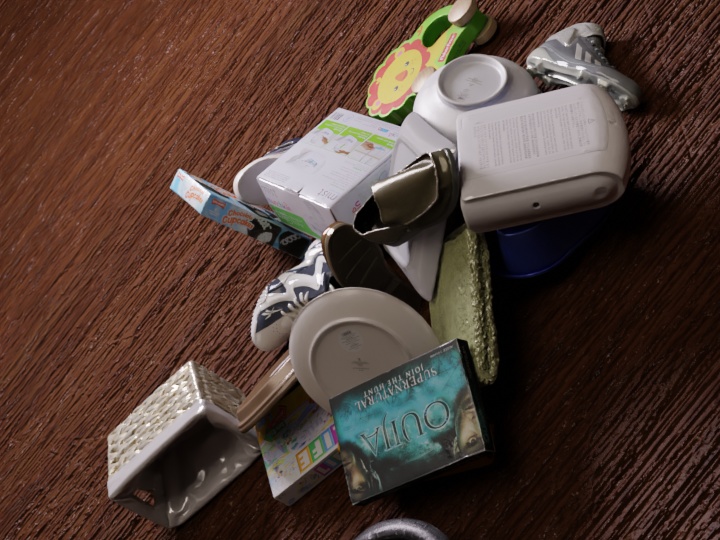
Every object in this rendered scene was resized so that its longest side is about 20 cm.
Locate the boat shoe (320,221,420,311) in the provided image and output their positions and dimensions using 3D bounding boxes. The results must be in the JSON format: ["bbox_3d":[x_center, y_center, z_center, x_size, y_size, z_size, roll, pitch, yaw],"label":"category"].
[{"bbox_3d":[0.000,0.000,1.544,0.072,0.200,0.068,-46,42,-6],"label":"boat shoe"}]

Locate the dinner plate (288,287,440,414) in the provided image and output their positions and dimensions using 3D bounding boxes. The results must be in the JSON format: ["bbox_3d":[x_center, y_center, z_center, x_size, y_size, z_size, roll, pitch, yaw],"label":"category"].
[{"bbox_3d":[0.004,0.113,1.447,0.199,0.201,0.024,-29,15,27],"label":"dinner plate"}]

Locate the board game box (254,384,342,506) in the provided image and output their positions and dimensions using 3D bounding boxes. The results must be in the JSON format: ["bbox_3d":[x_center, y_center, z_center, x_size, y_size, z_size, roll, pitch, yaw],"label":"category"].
[{"bbox_3d":[-0.049,0.201,1.580,0.200,0.034,0.135,-41,42,16],"label":"board game box"}]

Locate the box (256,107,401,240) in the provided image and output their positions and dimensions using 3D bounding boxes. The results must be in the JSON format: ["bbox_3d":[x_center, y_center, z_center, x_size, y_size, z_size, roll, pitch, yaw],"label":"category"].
[{"bbox_3d":[-0.021,-0.133,1.700,0.176,0.097,0.199,-43,37,-18],"label":"box"}]

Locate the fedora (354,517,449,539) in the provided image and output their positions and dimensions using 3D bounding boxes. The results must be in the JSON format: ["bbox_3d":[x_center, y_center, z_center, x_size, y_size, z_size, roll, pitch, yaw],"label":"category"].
[{"bbox_3d":[0.053,0.374,1.312,0.199,0.091,0.202,-25,48,30],"label":"fedora"}]

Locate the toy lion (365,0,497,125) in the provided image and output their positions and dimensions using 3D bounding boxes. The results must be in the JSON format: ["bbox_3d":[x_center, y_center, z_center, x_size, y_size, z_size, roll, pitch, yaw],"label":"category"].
[{"bbox_3d":[0.093,-0.311,1.792,0.191,0.068,0.201,11,71,56],"label":"toy lion"}]

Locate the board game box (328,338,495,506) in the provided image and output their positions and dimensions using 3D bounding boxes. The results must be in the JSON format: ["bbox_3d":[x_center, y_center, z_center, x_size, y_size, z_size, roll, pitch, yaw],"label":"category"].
[{"bbox_3d":[0.057,0.180,1.382,0.199,0.028,0.137,-29,63,31],"label":"board game box"}]

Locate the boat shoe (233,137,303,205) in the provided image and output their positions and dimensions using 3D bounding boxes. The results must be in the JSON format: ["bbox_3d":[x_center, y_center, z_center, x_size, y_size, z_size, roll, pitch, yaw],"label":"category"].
[{"bbox_3d":[-0.127,-0.155,1.829,0.199,0.075,0.092,-23,19,-32],"label":"boat shoe"}]

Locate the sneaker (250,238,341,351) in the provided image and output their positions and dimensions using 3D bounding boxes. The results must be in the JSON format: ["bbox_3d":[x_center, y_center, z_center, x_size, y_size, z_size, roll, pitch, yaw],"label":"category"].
[{"bbox_3d":[-0.068,0.049,1.671,0.199,0.080,0.130,-44,31,-3],"label":"sneaker"}]

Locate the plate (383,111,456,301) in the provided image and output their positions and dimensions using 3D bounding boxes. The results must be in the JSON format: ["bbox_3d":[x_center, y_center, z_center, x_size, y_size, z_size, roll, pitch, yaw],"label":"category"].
[{"bbox_3d":[0.066,-0.087,1.520,0.200,0.032,0.202,-125,41,-65],"label":"plate"}]

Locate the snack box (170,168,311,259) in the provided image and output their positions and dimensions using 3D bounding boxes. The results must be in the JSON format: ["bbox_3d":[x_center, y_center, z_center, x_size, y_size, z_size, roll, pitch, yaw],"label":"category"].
[{"bbox_3d":[-0.180,-0.084,1.782,0.116,0.199,0.037,36,99,50],"label":"snack box"}]

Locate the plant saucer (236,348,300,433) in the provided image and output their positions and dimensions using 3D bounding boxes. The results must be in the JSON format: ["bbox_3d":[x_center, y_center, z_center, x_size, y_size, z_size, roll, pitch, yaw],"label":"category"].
[{"bbox_3d":[-0.101,0.136,1.595,0.200,0.029,0.200,-47,3,3],"label":"plant saucer"}]

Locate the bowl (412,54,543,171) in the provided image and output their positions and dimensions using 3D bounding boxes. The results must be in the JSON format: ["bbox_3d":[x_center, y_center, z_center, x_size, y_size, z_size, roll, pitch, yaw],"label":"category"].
[{"bbox_3d":[0.154,-0.223,1.577,0.199,0.091,0.203,-7,50,9],"label":"bowl"}]

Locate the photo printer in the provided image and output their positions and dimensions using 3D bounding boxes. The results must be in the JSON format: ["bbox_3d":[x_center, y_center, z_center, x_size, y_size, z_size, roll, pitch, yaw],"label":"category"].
[{"bbox_3d":[0.214,-0.135,1.380,0.198,0.070,0.168,-13,46,13],"label":"photo printer"}]

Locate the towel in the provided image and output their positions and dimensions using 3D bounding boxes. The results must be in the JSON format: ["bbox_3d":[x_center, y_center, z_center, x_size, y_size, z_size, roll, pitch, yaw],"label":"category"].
[{"bbox_3d":[0.124,0.048,1.430,0.148,0.036,0.202,139,129,-68],"label":"towel"}]

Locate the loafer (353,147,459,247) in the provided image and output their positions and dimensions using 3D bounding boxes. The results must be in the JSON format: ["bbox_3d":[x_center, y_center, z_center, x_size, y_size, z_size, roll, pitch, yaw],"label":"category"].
[{"bbox_3d":[0.052,-0.080,1.405,0.200,0.069,0.076,-45,53,54],"label":"loafer"}]

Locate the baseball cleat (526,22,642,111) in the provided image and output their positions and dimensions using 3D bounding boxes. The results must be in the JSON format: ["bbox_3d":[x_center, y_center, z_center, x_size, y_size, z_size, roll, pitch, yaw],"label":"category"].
[{"bbox_3d":[0.305,-0.275,1.544,0.107,0.070,0.199,-48,45,-10],"label":"baseball cleat"}]

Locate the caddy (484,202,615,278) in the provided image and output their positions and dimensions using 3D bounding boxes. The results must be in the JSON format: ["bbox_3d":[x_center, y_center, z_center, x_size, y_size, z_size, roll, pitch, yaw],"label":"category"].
[{"bbox_3d":[0.220,-0.079,1.456,0.200,0.105,0.141,-40,46,-10],"label":"caddy"}]

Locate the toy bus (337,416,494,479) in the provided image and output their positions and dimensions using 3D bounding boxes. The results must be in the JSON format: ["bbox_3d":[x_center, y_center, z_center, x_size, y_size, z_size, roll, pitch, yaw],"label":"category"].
[{"bbox_3d":[0.065,0.213,1.437,0.199,0.065,0.079,-21,52,33],"label":"toy bus"}]

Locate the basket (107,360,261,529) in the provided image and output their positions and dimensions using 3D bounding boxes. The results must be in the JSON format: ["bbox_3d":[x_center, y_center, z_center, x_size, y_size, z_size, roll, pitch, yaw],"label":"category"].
[{"bbox_3d":[-0.253,0.244,1.675,0.200,0.135,0.124,-42,39,13],"label":"basket"}]
